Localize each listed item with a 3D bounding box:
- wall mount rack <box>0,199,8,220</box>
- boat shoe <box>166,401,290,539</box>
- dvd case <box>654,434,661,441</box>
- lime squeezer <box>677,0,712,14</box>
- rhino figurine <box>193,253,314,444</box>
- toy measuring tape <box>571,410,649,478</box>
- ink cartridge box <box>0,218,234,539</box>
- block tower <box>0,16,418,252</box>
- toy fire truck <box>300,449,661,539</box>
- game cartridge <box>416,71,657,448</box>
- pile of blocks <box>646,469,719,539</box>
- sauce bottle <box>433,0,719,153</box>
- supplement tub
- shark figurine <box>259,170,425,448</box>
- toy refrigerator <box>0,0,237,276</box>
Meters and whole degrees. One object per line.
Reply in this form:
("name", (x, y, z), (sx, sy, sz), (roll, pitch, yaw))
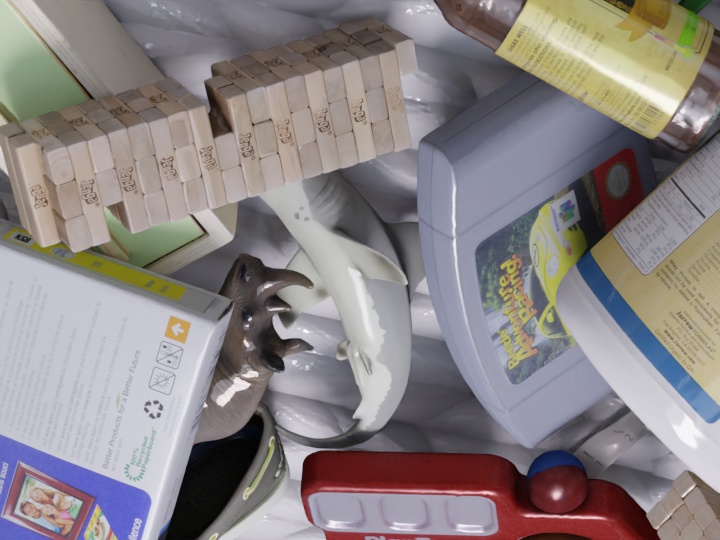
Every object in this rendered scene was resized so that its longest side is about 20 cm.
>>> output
("wall mount rack", (-0.270, 0.033, 1.181), (0.173, 0.075, 0.200), (17, 125, -9))
("boat shoe", (-0.119, 0.148, 1.207), (0.072, 0.202, 0.060), (36, 153, 25))
("dvd case", (0.266, 0.033, 1.158), (0.150, 0.025, 0.201), (26, 100, -19))
("lime squeezer", (0.156, -0.173, 1.047), (0.070, 0.038, 0.201), (16, 135, 29))
("rhino figurine", (-0.098, 0.055, 1.160), (0.200, 0.060, 0.088), (-33, 86, 25))
("toy measuring tape", (0.177, 0.090, 1.221), (0.073, 0.074, 0.200), (34, 121, -23))
("ink cartridge box", (-0.186, 0.076, 1.124), (0.199, 0.047, 0.198), (21, 110, 8))
("block tower", (-0.069, -0.066, 1.055), (0.199, 0.054, 0.058), (-20, 117, -18))
("toy fire truck", (0.074, 0.156, 1.214), (0.199, 0.112, 0.168), (1, 145, 10))
("game cartridge", (0.098, -0.007, 1.127), (0.133, 0.041, 0.200), (-31, 128, -16))
("pile of blocks", (0.215, 0.155, 1.209), (0.062, 0.082, 0.200), (-48, 159, 21))
("sauce bottle", (0.085, -0.128, 1.043), (0.199, 0.065, 0.065), (28, 124, -6))
("supplement tub", (0.209, -0.004, 1.049), (0.200, 0.145, 0.145), (-43, 118, 9))
("shark figurine", (0.013, 0.019, 1.161), (0.128, 0.089, 0.215), (20, 133, 42))
("toy refrigerator", (-0.148, -0.083, 1.091), (0.076, 0.070, 0.200), (-26, 124, 19))
